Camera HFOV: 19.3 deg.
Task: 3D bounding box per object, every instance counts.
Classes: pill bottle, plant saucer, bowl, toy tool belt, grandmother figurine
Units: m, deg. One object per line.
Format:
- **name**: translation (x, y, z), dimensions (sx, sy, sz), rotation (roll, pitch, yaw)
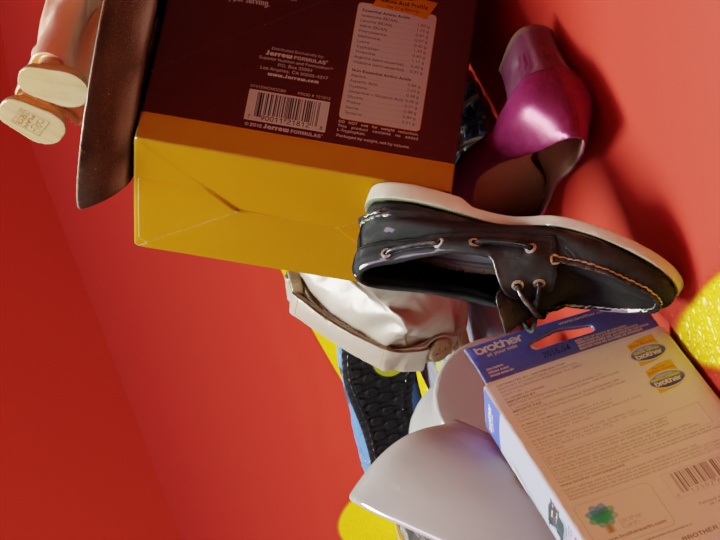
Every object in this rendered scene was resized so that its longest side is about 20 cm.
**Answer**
- **pill bottle**: translation (0.088, 0.136, 1.481), dimensions (0.200, 0.116, 0.116), rotation (97, 153, -57)
- **plant saucer**: translation (-0.145, -0.134, 1.332), dimensions (0.200, 0.032, 0.201), rotation (-169, 90, -86)
- **bowl**: translation (0.112, 0.158, 1.285), dimensions (0.200, 0.075, 0.200), rotation (24, 175, 27)
- **toy tool belt**: translation (0.000, 0.000, 1.510), dimensions (0.200, 0.125, 0.123), rotation (36, 163, 33)
- **grandmother figurine**: translation (-0.179, -0.172, 1.346), dimensions (0.121, 0.061, 0.200), rotation (-36, 31, 44)

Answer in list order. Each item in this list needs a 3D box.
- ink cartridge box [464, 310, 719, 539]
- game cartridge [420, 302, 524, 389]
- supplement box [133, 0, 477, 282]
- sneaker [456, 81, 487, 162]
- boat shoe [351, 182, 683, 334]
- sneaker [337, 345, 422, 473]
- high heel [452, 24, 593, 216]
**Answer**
- **ink cartridge box**: translation (0.150, 0.101, 1.197), dimensions (0.200, 0.119, 0.042), rotation (-121, 19, -44)
- **game cartridge**: translation (0.078, 0.052, 1.596), dimensions (0.200, 0.041, 0.133), rotation (94, 160, -54)
- **supplement box**: translation (-0.033, -0.117, 1.368), dimensions (0.133, 0.197, 0.200), rotation (100, 179, -61)
- **sneaker**: translation (0.041, -0.113, 1.507), dimensions (0.085, 0.077, 0.200), rotation (69, 177, -53)
- **boat shoe**: translation (0.085, 0.004, 1.230), dimensions (0.075, 0.199, 0.066), rotation (75, -144, -60)
- **sneaker**: translation (0.015, 0.092, 1.685), dimensions (0.078, 0.066, 0.200), rotation (-126, 23, -66)
- **high heel**: translation (0.100, -0.050, 1.319), dimensions (0.200, 0.067, 0.096), rotation (95, 166, -46)
